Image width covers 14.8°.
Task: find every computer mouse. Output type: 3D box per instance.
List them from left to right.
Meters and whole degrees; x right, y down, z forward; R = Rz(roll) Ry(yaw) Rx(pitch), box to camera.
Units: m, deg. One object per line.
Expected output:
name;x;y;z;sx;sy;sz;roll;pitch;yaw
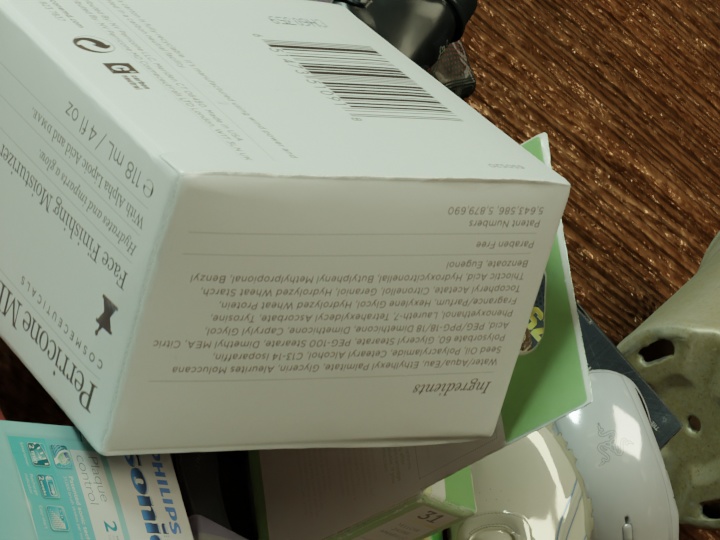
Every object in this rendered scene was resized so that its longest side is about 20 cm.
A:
computer mouse;0.137;0.152;1.493;0.044;0.110;0.200;-134;-151;-68

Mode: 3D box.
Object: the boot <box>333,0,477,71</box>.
boot;-0.047;-0.125;1.511;0.198;0.073;0.163;27;60;11

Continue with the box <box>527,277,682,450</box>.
box;0.077;0.016;1.546;0.200;0.051;0.158;48;-3;-23

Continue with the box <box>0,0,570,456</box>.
box;-0.055;-0.025;1.197;0.200;0.131;0.199;0;27;-35

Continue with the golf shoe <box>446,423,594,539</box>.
golf shoe;0.078;0.161;1.419;0.097;0.078;0.200;-20;100;-74

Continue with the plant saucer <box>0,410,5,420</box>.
plant saucer;-0.222;0.077;1.140;0.200;0.037;0.200;-20;82;-60

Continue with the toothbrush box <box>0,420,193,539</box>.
toothbrush box;-0.149;0.140;1.082;0.200;0.085;0.147;12;56;-54

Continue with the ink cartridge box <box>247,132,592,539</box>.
ink cartridge box;0.030;0.044;1.286;0.048;0.200;0.146;27;45;-44

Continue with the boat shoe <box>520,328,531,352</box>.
boat shoe;0.000;0.003;1.408;0.202;0.075;0.075;17;24;-14

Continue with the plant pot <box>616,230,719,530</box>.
plant pot;0.248;0.068;1.725;0.183;0.200;0.201;-25;87;-48

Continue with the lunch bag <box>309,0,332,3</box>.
lunch bag;-0.118;-0.124;1.312;0.200;0.170;0.127;29;5;-37

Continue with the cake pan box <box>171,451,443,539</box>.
cake pan box;-0.035;0.127;1.366;0.200;0.052;0.184;34;38;-38

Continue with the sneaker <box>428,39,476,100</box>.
sneaker;0.026;-0.138;1.654;0.201;0.071;0.098;-88;154;-54
